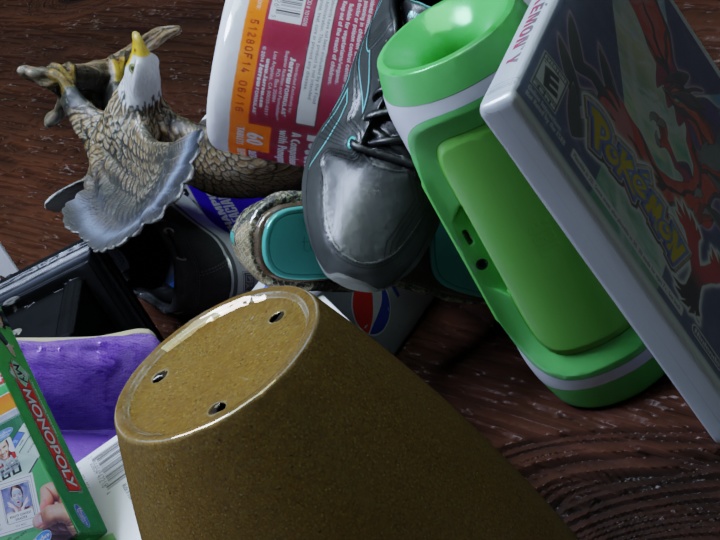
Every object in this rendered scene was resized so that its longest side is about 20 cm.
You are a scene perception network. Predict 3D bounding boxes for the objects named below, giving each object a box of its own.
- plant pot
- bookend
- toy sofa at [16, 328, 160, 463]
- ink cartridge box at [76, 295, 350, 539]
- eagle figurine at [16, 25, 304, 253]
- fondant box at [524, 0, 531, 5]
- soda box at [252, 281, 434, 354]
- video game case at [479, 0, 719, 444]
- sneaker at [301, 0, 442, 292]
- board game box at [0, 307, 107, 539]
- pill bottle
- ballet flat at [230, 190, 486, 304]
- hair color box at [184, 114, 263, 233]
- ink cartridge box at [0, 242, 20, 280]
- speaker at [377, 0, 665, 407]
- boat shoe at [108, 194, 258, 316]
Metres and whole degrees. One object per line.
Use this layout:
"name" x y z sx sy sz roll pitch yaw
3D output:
"plant pot" -0.011 0.114 0.824 0.185 0.201 0.187 -25 26 14
"bookend" -0.227 0.100 1.213 0.197 0.093 0.201 -25 27 12
"toy sofa" -0.195 0.088 1.086 0.198 0.099 0.083 2 17 -13
"ink cartridge box" -0.061 0.118 1.004 0.199 0.084 0.145 -35 26 -6
"eagle figurine" -0.123 -0.076 1.253 0.152 0.151 0.200 -48 57 -4
"fondant box" 0.036 -0.151 1.248 0.144 0.198 0.059 -65 -2 -67
"soda box" 0.000 0.000 1.172 0.063 0.069 0.200 -7 35 41
"video game case" 0.140 -0.050 0.950 0.023 0.200 0.183 -24 25 35
"sneaker" 0.018 -0.089 1.024 0.075 0.079 0.202 14 71 2
"board game box" -0.229 0.118 0.983 0.199 0.135 0.029 -34 -18 18
"pill bottle" 0.020 -0.103 1.130 0.198 0.110 0.110 11 33 1
"ballet flat" 0.025 -0.019 1.095 0.198 0.069 0.075 1 7 -18
"hair color box" -0.032 -0.083 1.365 0.199 0.065 0.110 -10 33 41
"ink cartridge box" -0.296 0.042 1.369 0.199 0.116 0.067 -5 35 44
"speaker" 0.084 -0.033 0.979 0.088 0.201 0.089 -24 26 13
"boat shoe" -0.136 -0.009 1.323 0.066 0.071 0.200 1 17 -30
